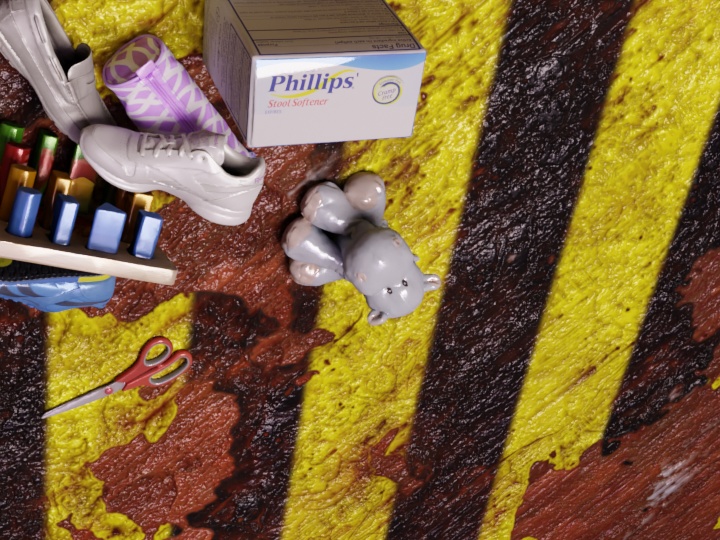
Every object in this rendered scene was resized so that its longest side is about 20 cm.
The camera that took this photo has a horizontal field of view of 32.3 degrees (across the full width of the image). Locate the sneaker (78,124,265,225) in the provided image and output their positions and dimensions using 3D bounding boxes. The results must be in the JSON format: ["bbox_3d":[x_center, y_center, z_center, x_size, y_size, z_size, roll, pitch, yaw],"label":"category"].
[{"bbox_3d":[-0.193,-0.122,1.305,0.199,0.075,0.100,19,131,-20],"label":"sneaker"}]

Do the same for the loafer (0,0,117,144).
[{"bbox_3d":[-0.304,-0.204,1.287,0.069,0.070,0.200,-21,133,15],"label":"loafer"}]

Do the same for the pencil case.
[{"bbox_3d":[-0.198,-0.163,1.358,0.084,0.086,0.200,-39,130,0],"label":"pencil case"}]

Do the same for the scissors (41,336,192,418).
[{"bbox_3d":[-0.309,0.153,1.599,0.199,0.014,0.073,-35,133,2],"label":"scissors"}]

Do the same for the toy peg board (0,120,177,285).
[{"bbox_3d":[-0.304,-0.078,1.315,0.199,0.199,0.098,10,106,-30],"label":"toy peg board"}]

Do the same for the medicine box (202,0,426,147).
[{"bbox_3d":[-0.054,-0.224,1.297,0.181,0.200,0.104,-6,128,-19],"label":"medicine box"}]

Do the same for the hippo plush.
[{"bbox_3d":[0.000,0.000,1.520,0.159,0.161,0.201,-29,132,-1],"label":"hippo plush"}]

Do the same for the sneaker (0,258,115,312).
[{"bbox_3d":[-0.381,0.019,1.431,0.199,0.066,0.079,1,129,-25],"label":"sneaker"}]
